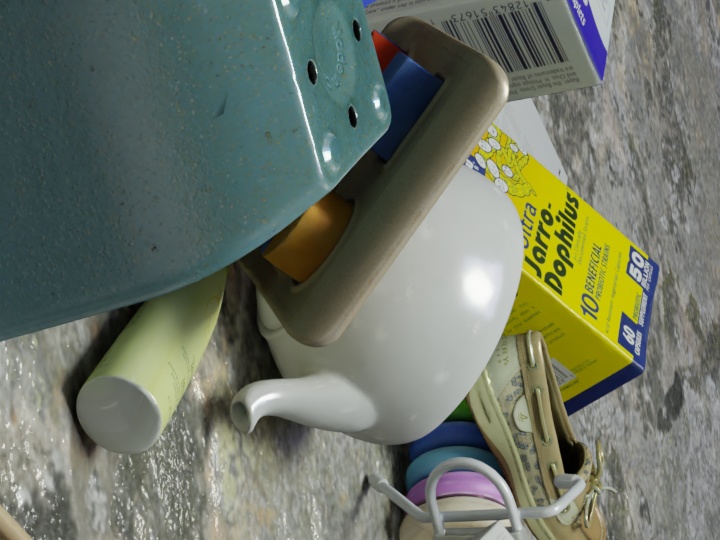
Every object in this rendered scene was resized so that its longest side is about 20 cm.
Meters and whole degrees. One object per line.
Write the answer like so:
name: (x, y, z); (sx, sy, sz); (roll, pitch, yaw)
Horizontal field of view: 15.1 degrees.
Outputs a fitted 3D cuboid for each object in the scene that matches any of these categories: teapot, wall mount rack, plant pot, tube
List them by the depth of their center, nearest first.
plant pot: (-0.099, -0.098, 1.422); (0.196, 0.199, 0.198); (-50, 128, -62)
tube: (-0.105, 0.031, 1.555); (0.052, 0.058, 0.200); (54, 28, -15)
teapot: (0.000, 0.000, 1.700); (0.145, 0.198, 0.200); (27, 15, -19)
wall mount rack: (0.078, 0.203, 1.796); (0.075, 0.173, 0.201); (-38, 118, -52)

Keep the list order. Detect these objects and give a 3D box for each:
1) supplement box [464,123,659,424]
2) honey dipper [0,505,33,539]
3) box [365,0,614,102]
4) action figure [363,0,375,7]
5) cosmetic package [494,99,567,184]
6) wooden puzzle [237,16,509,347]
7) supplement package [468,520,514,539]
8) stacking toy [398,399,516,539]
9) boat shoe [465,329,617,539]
supplement box: (0.100, -0.001, 1.892); (0.200, 0.109, 0.109); (38, 41, -23)
honey dipper: (-0.173, 0.140, 1.376); (0.200, 0.038, 0.038); (55, 34, -43)
box: (0.085, -0.218, 1.931); (0.201, 0.183, 0.105); (-77, 148, -41)
action figure: (-0.004, -0.146, 1.665); (0.099, 0.199, 0.065); (62, 12, 20)
cosmetic package: (0.101, -0.081, 2.095); (0.201, 0.051, 0.151); (61, 32, -41)
wooden puzzle: (-0.007, -0.062, 1.544); (0.046, 0.186, 0.200); (35, 4, -20)
supplement package: (0.085, 0.286, 1.708); (0.200, 0.121, 0.120); (51, 39, 1)
stacking toy: (0.070, 0.108, 1.928); (0.085, 0.085, 0.201); (53, 31, -50)
boat shoe: (0.132, 0.126, 1.878); (0.074, 0.062, 0.201); (-88, 153, -51)
